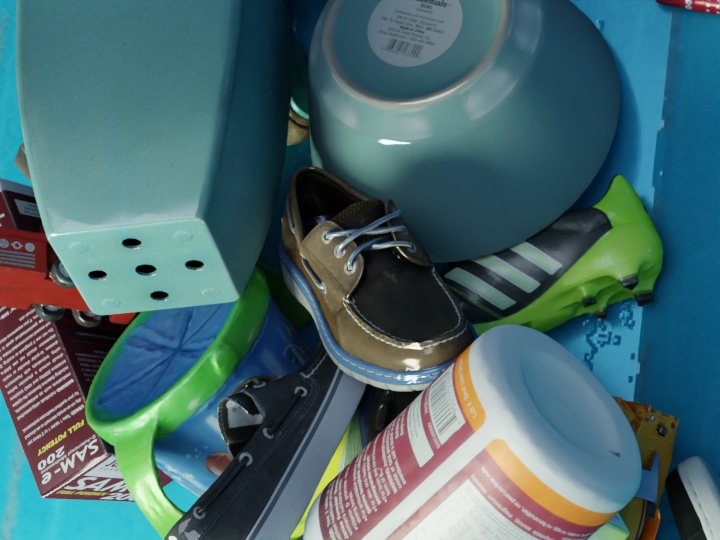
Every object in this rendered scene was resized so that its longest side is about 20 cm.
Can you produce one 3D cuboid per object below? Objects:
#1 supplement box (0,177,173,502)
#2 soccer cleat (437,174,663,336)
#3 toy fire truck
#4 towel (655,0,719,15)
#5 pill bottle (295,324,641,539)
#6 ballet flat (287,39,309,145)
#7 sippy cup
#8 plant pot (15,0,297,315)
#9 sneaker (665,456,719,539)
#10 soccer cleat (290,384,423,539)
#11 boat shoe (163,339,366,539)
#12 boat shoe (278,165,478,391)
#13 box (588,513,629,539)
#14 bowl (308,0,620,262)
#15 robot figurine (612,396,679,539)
[{"bbox_3d":[-0.188,0.047,1.144,0.061,0.109,0.201,-33,68,20],"label":"supplement box"},{"bbox_3d":[0.084,0.007,1.066,0.198,0.068,0.082,-21,62,13],"label":"soccer cleat"},{"bbox_3d":[-0.181,-0.040,1.104,0.049,0.198,0.142,129,143,-49],"label":"toy fire truck"},{"bbox_3d":[0.278,-0.212,1.042,0.198,0.022,0.146,14,86,25],"label":"towel"},{"bbox_3d":[0.040,0.130,0.902,0.200,0.109,0.110,-46,65,26],"label":"pill bottle"},{"bbox_3d":[-0.080,-0.170,1.173,0.072,0.067,0.202,-27,74,34],"label":"ballet flat"},{"bbox_3d":[-0.074,0.083,1.066,0.178,0.130,0.139,-50,23,-13],"label":"sippy cup"},{"bbox_3d":[-0.120,-0.086,1.019,0.140,0.142,0.202,-5,58,9],"label":"plant pot"},{"bbox_3d":[0.181,0.213,0.972,0.111,0.073,0.202,-26,72,15],"label":"sneaker"},{"bbox_3d":[0.005,0.123,1.020,0.064,0.084,0.202,28,102,-2],"label":"soccer cleat"},{"bbox_3d":[-0.050,0.092,0.961,0.066,0.201,0.070,32,138,-4],"label":"boat shoe"},{"bbox_3d":[0.000,0.000,0.980,0.072,0.073,0.200,-22,30,-20],"label":"boat shoe"},{"bbox_3d":[0.053,0.164,0.994,0.201,0.036,0.145,-53,34,21],"label":"box"},{"bbox_3d":[0.048,-0.117,1.049,0.198,0.105,0.203,-9,61,16],"label":"bowl"},{"bbox_3d":[0.107,0.167,1.000,0.144,0.058,0.202,6,75,56],"label":"robot figurine"}]
